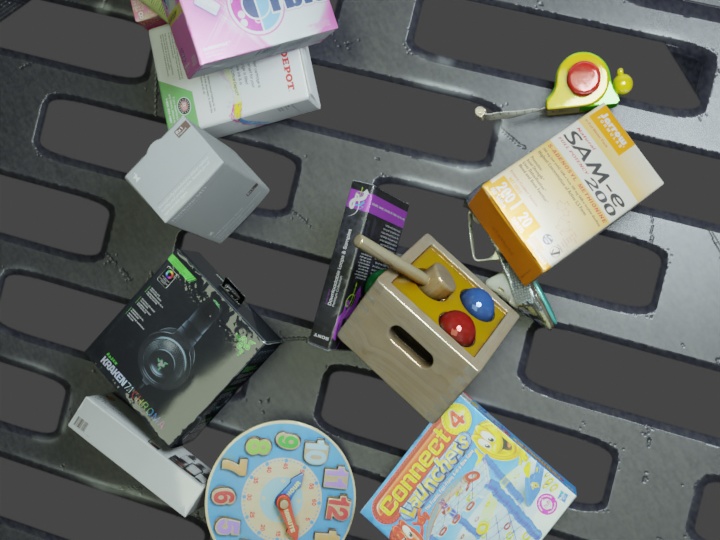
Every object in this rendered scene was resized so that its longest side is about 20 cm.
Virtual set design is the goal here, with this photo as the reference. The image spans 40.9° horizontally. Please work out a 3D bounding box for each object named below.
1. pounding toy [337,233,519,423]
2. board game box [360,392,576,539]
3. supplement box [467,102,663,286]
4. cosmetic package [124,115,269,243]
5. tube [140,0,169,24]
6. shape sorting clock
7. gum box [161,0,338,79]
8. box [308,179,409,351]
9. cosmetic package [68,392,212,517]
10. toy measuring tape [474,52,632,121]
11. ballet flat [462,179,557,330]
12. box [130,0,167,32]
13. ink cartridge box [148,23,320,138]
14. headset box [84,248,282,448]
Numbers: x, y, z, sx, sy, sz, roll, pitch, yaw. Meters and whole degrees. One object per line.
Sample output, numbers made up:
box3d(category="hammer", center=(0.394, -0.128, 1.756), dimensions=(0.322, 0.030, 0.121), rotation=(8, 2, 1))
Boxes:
box3d(category="pounding toy", center=(0.072, 0.043, 1.141), dimensions=(0.199, 0.184, 0.143), rotation=(41, 124, 6))
box3d(category="board game box", center=(0.134, 0.288, 1.210), dimensions=(0.195, 0.056, 0.201), rotation=(39, 94, 9))
box3d(category="supplement box", center=(0.247, -0.092, 1.164), dimensions=(0.198, 0.074, 0.127), rotation=(-34, 83, -16))
box3d(category="cosmetic package", center=(-0.200, -0.109, 1.215), dimensions=(0.107, 0.200, 0.090), rotation=(-45, 81, 6))
box3d(category="tube", center=(-0.232, -0.341, 1.211), dimensions=(0.199, 0.052, 0.058), rotation=(42, 60, 3))
box3d(category="shape sorting clock", center=(-0.101, 0.295, 1.239), dimensions=(0.195, 0.039, 0.205), rotation=(0, 91, -15))
box3d(category="gum box", center=(-0.130, -0.317, 1.160), dimensions=(0.197, 0.066, 0.116), rotation=(-21, 95, -25))
box3d(category="box", center=(0.000, 0.000, 1.203), dimensions=(0.035, 0.143, 0.204), rotation=(15, 90, 20))
box3d(category="cosmetic package", center=(-0.282, 0.239, 1.276), dimensions=(0.198, 0.083, 0.051), rotation=(35, 91, 9))
box3d(category="toy measuring tape", center=(0.240, -0.232, 1.208), dimensions=(0.195, 0.074, 0.075), rotation=(-5, 87, 10))
box3d(category="ballet flat", center=(0.180, -0.011, 1.211), dimensions=(0.071, 0.072, 0.204), rotation=(-23, 79, 8))
box3d(category="box", center=(-0.202, -0.389, 1.277), dimensions=(0.196, 0.103, 0.097), rotation=(-16, 85, 8))
box3d(category="ink cartridge box", center=(-0.163, -0.264, 1.273), dimensions=(0.196, 0.084, 0.148), rotation=(-13, 85, 9))
box3d(category="headset box", center=(-0.225, 0.095, 1.265), dimensions=(0.200, 0.093, 0.174), rotation=(-45, 82, 5))
